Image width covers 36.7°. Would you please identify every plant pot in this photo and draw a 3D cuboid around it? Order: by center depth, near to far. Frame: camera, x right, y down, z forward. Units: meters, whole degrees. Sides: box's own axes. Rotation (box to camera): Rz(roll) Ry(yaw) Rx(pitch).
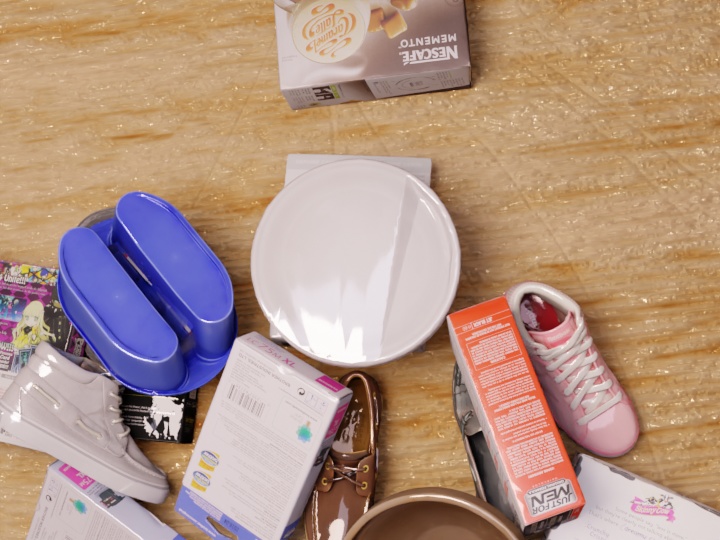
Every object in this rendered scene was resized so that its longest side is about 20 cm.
[{"bbox_3d":[0.079,0.293,1.013,0.199,0.093,0.203,2,97,18],"label":"plant pot"}]

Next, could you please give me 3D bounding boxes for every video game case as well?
[{"bbox_3d":[-0.378,0.080,1.117,0.198,0.036,0.183,7,82,19],"label":"video game case"}]

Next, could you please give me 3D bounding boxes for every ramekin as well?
[{"bbox_3d":[0.000,0.000,1.059,0.200,0.094,0.204,-2,77,7],"label":"ramekin"}]

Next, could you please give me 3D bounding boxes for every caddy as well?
[{"bbox_3d":[-0.206,0.025,1.048,0.141,0.105,0.200,-35,76,-21],"label":"caddy"}]

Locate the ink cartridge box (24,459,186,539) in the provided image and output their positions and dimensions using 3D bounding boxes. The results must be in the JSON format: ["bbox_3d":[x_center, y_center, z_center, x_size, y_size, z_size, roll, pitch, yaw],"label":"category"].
[{"bbox_3d":[-0.240,0.285,1.089,0.199,0.042,0.120,35,123,13],"label":"ink cartridge box"}]

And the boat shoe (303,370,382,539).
[{"bbox_3d":[-0.018,0.195,1.068,0.071,0.068,0.202,7,69,4],"label":"boat shoe"}]

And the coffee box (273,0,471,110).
[{"bbox_3d":[0.015,-0.243,1.145,0.198,0.080,0.116,-5,81,6],"label":"coffee box"}]

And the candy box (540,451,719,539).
[{"bbox_3d":[0.249,0.299,1.039,0.167,0.072,0.201,23,85,10],"label":"candy box"}]

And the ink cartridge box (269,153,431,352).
[{"bbox_3d":[-0.007,-0.019,1.137,0.158,0.047,0.202,2,76,8],"label":"ink cartridge box"}]

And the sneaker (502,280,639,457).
[{"bbox_3d":[0.203,0.095,1.060,0.075,0.105,0.201,-33,80,-1],"label":"sneaker"}]

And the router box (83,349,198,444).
[{"bbox_3d":[-0.269,0.099,1.142,0.198,0.051,0.151,4,80,7],"label":"router box"}]

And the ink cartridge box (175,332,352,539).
[{"bbox_3d":[-0.097,0.175,1.044,0.119,0.042,0.201,29,107,19],"label":"ink cartridge box"}]

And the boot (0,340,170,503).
[{"bbox_3d":[-0.248,0.147,1.054,0.200,0.073,0.096,37,81,-32],"label":"boot"}]

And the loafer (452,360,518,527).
[{"bbox_3d":[0.134,0.172,1.076,0.071,0.063,0.202,-11,80,6],"label":"loafer"}]

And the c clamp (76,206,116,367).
[{"bbox_3d":[-0.215,0.018,1.117,0.170,0.027,0.201,-21,75,5],"label":"c clamp"}]

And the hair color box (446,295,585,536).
[{"bbox_3d":[0.141,0.136,1.004,0.061,0.102,0.201,-19,70,0],"label":"hair color box"}]
